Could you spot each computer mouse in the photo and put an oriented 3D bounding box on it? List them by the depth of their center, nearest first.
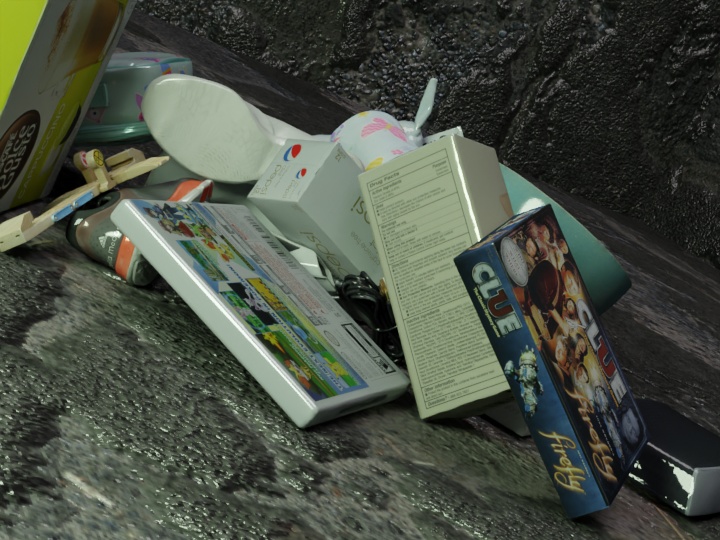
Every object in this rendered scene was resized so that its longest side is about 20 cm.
[{"bbox_3d":[-0.053,0.011,1.121,0.200,0.044,0.110,24,-21,25],"label":"computer mouse"}]

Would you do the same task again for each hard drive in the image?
[{"bbox_3d":[0.269,0.158,1.189,0.135,0.042,0.200,32,12,28],"label":"hard drive"}]

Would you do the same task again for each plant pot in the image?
[{"bbox_3d":[0.144,0.003,1.336,0.200,0.135,0.200,40,-3,2],"label":"plant pot"}]

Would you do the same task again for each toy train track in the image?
[{"bbox_3d":[-0.217,-0.063,1.023,0.033,0.115,0.200,65,23,-13],"label":"toy train track"}]

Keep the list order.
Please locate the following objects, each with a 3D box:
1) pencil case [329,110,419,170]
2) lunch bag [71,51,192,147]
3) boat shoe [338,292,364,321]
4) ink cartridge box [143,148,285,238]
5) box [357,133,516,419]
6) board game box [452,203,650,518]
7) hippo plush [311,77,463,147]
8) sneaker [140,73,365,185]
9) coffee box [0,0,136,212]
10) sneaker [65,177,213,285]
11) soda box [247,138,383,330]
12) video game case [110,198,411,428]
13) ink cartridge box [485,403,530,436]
[{"bbox_3d":[0.040,-0.081,1.291,0.091,0.083,0.200,7,24,-28],"label":"pencil case"},{"bbox_3d":[-0.254,-0.147,1.200,0.200,0.077,0.160,-3,12,8],"label":"lunch bag"},{"bbox_3d":[0.000,0.000,1.265,0.066,0.072,0.200,15,11,21],"label":"boat shoe"},{"bbox_3d":[-0.104,-0.063,1.281,0.145,0.083,0.200,27,12,6],"label":"ink cartridge box"},{"bbox_3d":[0.076,0.006,1.048,0.078,0.095,0.200,9,64,-57],"label":"box"},{"bbox_3d":[0.144,0.060,0.994,0.200,0.035,0.135,66,28,-4],"label":"board game box"},{"bbox_3d":[0.029,-0.078,1.522,0.161,0.200,0.159,-92,156,-54],"label":"hippo plush"},{"bbox_3d":[-0.096,-0.108,1.164,0.200,0.075,0.088,24,9,-19],"label":"sneaker"},{"bbox_3d":[-0.313,-0.173,1.019,0.200,0.200,0.198,27,12,2],"label":"coffee box"},{"bbox_3d":[-0.173,-0.045,1.077,0.082,0.077,0.200,20,10,5],"label":"sneaker"},{"bbox_3d":[0.000,-0.020,1.127,0.068,0.064,0.200,9,-30,49],"label":"soda box"},{"bbox_3d":[-0.066,0.025,0.978,0.200,0.022,0.182,47,16,15],"label":"video game case"},{"bbox_3d":[0.144,0.092,1.194,0.109,0.050,0.200,31,13,27],"label":"ink cartridge box"}]
